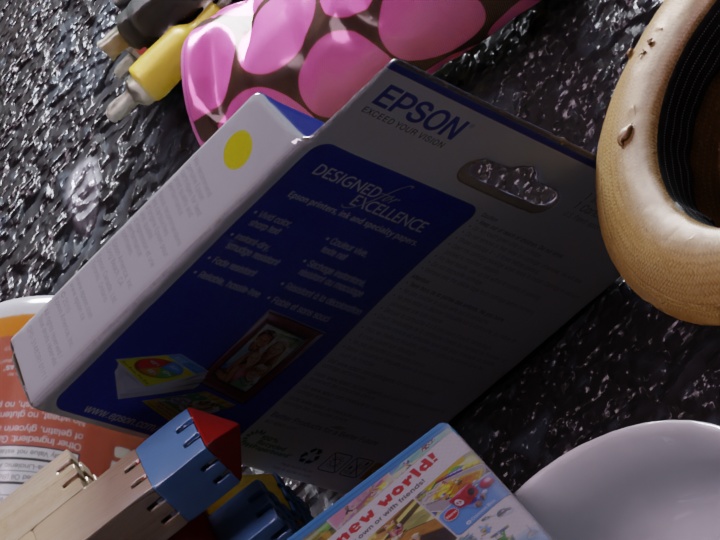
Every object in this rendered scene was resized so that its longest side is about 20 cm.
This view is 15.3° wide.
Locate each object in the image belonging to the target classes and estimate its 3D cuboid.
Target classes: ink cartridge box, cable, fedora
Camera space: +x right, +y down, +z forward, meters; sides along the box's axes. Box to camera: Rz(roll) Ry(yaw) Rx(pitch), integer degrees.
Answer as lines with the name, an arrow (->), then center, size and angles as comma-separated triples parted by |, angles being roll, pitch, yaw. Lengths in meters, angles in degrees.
ink cartridge box -> 0.000, 0.000, 1.030 | 0.200, 0.197, 0.047 | -44, 52, 22
cable -> -0.059, -0.155, 1.371 | 0.199, 0.050, 0.097 | -36, 23, 12
fedora -> 0.177, -0.057, 0.948 | 0.200, 0.082, 0.202 | -29, 43, 31

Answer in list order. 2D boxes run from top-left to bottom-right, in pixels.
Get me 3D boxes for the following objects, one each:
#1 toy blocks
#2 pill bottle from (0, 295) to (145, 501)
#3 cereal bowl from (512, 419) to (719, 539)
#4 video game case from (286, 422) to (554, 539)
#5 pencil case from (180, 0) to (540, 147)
toy blocks -> -0.071, 0.130, 1.053 | 0.136, 0.200, 0.100 | -38, 39, 4
pill bottle -> -0.140, 0.122, 1.190 | 0.112, 0.112, 0.201 | -21, 51, 42
cereal bowl -> 0.103, 0.157, 0.887 | 0.199, 0.083, 0.201 | -30, 44, 34
video game case -> 0.017, 0.143, 0.874 | 0.143, 0.018, 0.200 | -37, 36, -5
pencil case -> 0.003, -0.122, 1.213 | 0.199, 0.091, 0.094 | -34, 77, 29
